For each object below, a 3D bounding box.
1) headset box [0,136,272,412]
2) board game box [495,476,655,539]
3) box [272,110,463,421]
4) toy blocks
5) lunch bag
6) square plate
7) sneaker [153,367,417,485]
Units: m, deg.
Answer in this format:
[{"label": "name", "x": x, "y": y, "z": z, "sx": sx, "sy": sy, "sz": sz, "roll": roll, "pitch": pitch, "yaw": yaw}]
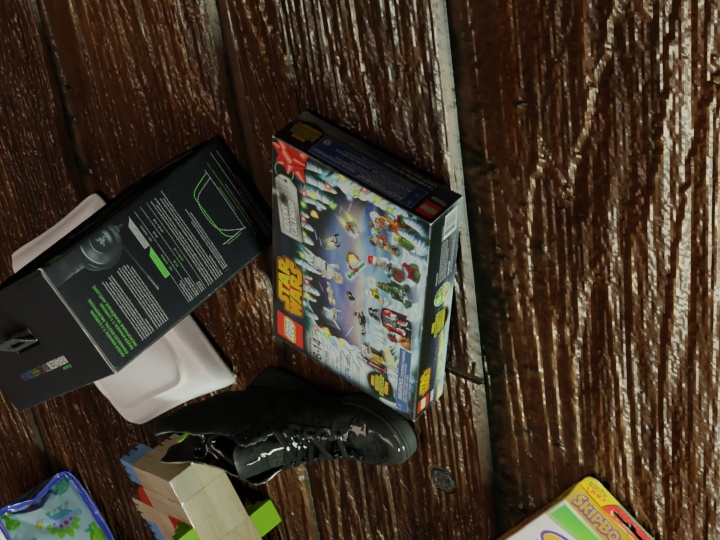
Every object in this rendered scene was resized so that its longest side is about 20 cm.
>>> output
[{"label": "headset box", "x": -0.188, "y": 0.009, "z": 1.223, "sx": 0.093, "sy": 0.200, "sz": 0.174, "roll": 55, "pitch": 145, "yaw": -10}, {"label": "board game box", "x": 0.151, "y": 0.224, "z": 1.215, "sx": 0.096, "sy": 0.030, "sz": 0.200, "roll": 45, "pitch": 142, "yaw": 4}, {"label": "box", "x": 0.000, "y": 0.000, "z": 1.153, "sx": 0.137, "sy": 0.040, "sz": 0.201, "roll": 30, "pitch": 141, "yaw": 26}, {"label": "toy blocks", "x": -0.154, "y": 0.224, "z": 1.494, "sx": 0.137, "sy": 0.100, "sz": 0.201, "roll": 11, "pitch": 131, "yaw": 55}, {"label": "lunch bag", "x": -0.321, "y": 0.331, "z": 1.727, "sx": 0.200, "sy": 0.127, "sz": 0.170, "roll": 59, "pitch": 144, "yaw": 2}, {"label": "square plate", "x": -0.219, "y": 0.045, "z": 1.437, "sx": 0.198, "sy": 0.028, "sz": 0.200, "roll": 54, "pitch": 144, "yaw": -8}, {"label": "sneaker", "x": -0.060, "y": 0.135, "z": 1.286, "sx": 0.199, "sy": 0.104, "sz": 0.060, "roll": 17, "pitch": 133, "yaw": 37}]
